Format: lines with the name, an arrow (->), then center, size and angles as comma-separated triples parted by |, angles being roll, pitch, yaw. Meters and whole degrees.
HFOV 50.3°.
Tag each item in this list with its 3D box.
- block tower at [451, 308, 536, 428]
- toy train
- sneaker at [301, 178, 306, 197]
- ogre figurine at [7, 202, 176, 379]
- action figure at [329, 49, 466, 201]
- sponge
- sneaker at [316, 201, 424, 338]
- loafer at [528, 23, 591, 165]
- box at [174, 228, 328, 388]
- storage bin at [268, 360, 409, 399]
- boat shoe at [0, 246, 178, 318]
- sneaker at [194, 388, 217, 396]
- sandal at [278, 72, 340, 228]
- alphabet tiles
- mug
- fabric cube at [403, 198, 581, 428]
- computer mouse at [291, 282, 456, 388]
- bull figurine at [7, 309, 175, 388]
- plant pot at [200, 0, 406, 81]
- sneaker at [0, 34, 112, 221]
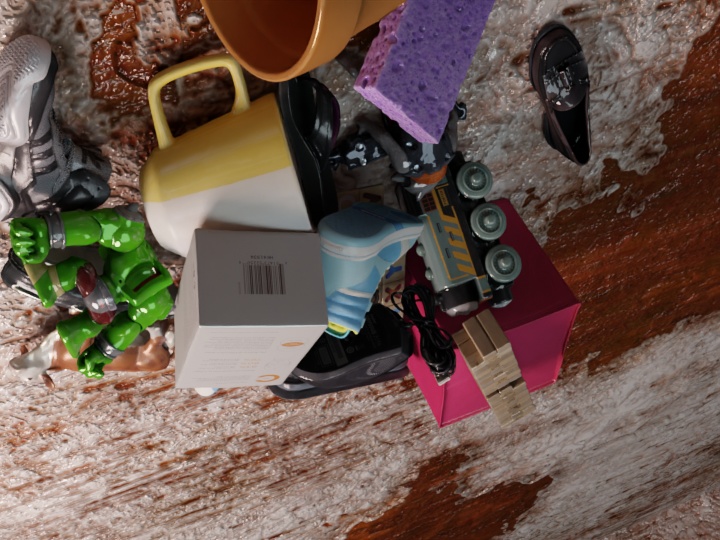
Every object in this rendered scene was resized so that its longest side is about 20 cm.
block tower -> 0.165, 0.124, 0.938 | 0.053, 0.058, 0.201 | -29, 141, 2
toy train -> 0.118, -0.044, 0.937 | 0.112, 0.203, 0.085 | -17, 174, -10
sneaker -> -0.047, -0.046, 0.917 | 0.198, 0.076, 0.116 | 1, 137, -29
ogre figurine -> -0.253, 0.014, 0.757 | 0.119, 0.098, 0.203 | -26, 116, -19
action figure -> 0.035, -0.152, 0.826 | 0.198, 0.105, 0.195 | -28, 134, -4
sponge -> 0.071, -0.235, 0.718 | 0.111, 0.030, 0.203 | 26, 83, -46
sneaker -> 0.000, 0.000, 0.840 | 0.199, 0.079, 0.132 | -20, 129, -60
loafer -> 0.253, -0.206, 0.927 | 0.071, 0.063, 0.201 | -29, 143, 2
box -> -0.120, 0.046, 0.786 | 0.122, 0.099, 0.200 | 1, 156, -20
storage bin -> -0.038, 0.067, 1.025 | 0.197, 0.145, 0.137 | -6, 111, -25
boat shoe -> -0.291, 0.016, 0.846 | 0.199, 0.076, 0.060 | 27, 118, -34
sneaker -> -0.202, 0.087, 0.980 | 0.072, 0.072, 0.202 | -11, 137, -29
sandal -> -0.040, -0.138, 0.785 | 0.047, 0.076, 0.203 | -4, 126, 14
alphabet tiles -> -0.017, -0.001, 0.918 | 0.165, 0.008, 0.203 | -14, 122, -24
mug -> -0.141, -0.101, 0.774 | 0.151, 0.190, 0.149 | -16, 175, -1
fabric cube -> 0.156, 0.058, 1.065 | 0.193, 0.201, 0.202 | -17, 142, -12
computer mouse -> 0.006, 0.095, 0.910 | 0.197, 0.140, 0.053 | -11, 139, -9
bull figurine -> -0.310, 0.083, 0.911 | 0.197, 0.066, 0.122 | 1, 138, -34
plant pot -> -0.033, -0.264, 0.590 | 0.139, 0.200, 0.202 | -25, 146, -29
sneaker -> -0.277, -0.119, 0.693 | 0.112, 0.076, 0.201 | 4, 139, -36
